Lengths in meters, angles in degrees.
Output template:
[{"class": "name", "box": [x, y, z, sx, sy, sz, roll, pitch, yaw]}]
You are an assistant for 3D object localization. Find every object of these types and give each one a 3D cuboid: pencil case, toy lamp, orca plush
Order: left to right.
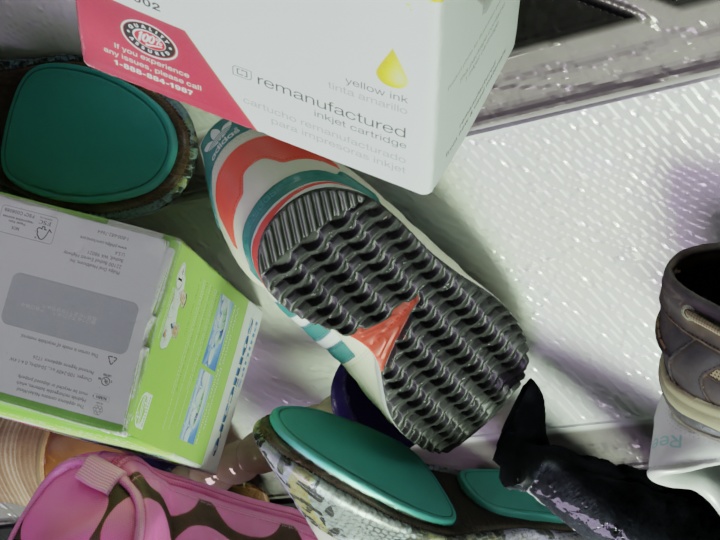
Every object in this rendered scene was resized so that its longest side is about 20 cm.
[{"class": "pencil case", "box": [-0.063, 0.138, 1.168, 0.200, 0.094, 0.091, 21, -169, -45]}, {"class": "toy lamp", "box": [-0.054, 0.089, 1.227, 0.200, 0.058, 0.058, -24, 121, 41]}, {"class": "orca plush", "box": [0.153, 0.106, 1.124, 0.200, 0.071, 0.105, 38, -166, -6]}]

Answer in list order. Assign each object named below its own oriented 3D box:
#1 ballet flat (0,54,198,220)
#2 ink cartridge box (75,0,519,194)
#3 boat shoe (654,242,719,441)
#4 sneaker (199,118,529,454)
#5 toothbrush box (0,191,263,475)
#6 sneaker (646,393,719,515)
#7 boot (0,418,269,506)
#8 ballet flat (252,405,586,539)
[{"class": "ballet flat", "box": [-0.141, -0.056, 1.122, 0.200, 0.074, 0.074, 13, 146, 31]}, {"class": "ink cartridge box", "box": [-0.022, -0.134, 0.866, 0.145, 0.083, 0.200, 22, 149, 13]}, {"class": "boat shoe", "box": [0.194, 0.029, 0.933, 0.200, 0.075, 0.073, 3, 135, 29]}, {"class": "sneaker", "box": [-0.001, 0.000, 1.086, 0.093, 0.070, 0.200, 50, -177, 40]}, {"class": "toothbrush box", "box": [-0.135, 0.023, 1.113, 0.145, 0.086, 0.200, 15, 175, 9]}, {"class": "sneaker", "box": [0.199, 0.107, 1.034, 0.200, 0.089, 0.075, 33, 149, -5]}, {"class": "boot", "box": [-0.105, 0.144, 1.387, 0.155, 0.077, 0.200, 6, 136, 28]}, {"class": "ballet flat", "box": [0.028, 0.113, 1.133, 0.200, 0.072, 0.072, 16, 161, -35]}]
